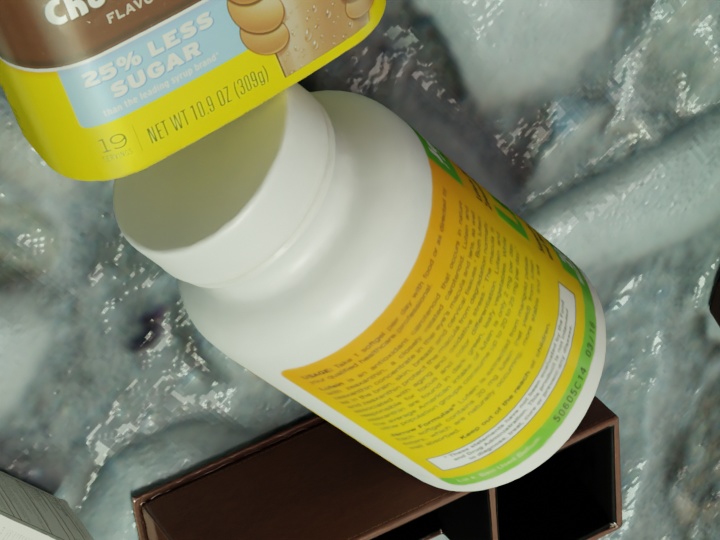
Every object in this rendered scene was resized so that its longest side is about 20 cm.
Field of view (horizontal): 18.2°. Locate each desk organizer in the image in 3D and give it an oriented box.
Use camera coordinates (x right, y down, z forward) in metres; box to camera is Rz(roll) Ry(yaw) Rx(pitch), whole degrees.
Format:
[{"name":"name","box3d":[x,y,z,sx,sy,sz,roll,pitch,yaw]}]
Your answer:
[{"name":"desk organizer","box3d":[0.011,0.105,0.966,0.200,0.077,0.072,-23,129,-21]}]

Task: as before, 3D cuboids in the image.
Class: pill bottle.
[{"name":"pill bottle","box3d":[0.000,0.000,0.865,0.111,0.111,0.200,-50,134,4]}]

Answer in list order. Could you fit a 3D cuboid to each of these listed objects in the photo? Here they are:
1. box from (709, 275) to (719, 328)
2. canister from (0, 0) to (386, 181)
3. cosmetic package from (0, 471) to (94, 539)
[{"name":"box","box3d":[0.278,-0.023,0.985,0.165,0.164,0.201,2,118,-18]},{"name":"canister","box3d":[-0.079,-0.143,0.733,0.148,0.087,0.200,-32,134,-13]},{"name":"cosmetic package","box3d":[-0.194,0.166,0.880,0.082,0.051,0.200,34,97,-42]}]
